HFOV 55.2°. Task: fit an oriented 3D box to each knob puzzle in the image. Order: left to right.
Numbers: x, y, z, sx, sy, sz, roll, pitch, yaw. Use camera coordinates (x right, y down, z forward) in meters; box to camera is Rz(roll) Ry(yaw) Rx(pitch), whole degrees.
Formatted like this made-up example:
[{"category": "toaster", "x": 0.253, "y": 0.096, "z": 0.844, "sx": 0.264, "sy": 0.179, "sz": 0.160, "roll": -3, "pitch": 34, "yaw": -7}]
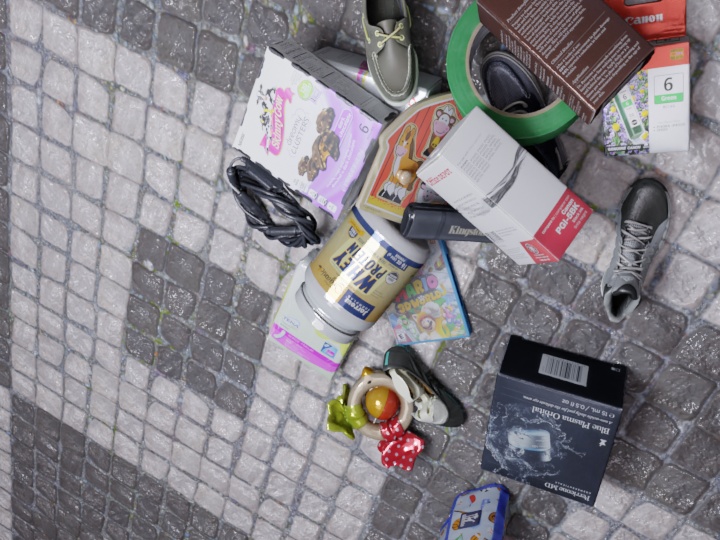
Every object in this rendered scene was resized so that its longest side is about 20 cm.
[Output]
[{"category": "knob puzzle", "x": 0.102, "y": -0.157, "z": 0.989, "sx": 0.030, "sy": 0.215, "sz": 0.226, "roll": 38, "pitch": 132, "yaw": 45}]

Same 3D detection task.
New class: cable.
[{"category": "cable", "x": -0.151, "y": -0.097, "z": 1.174, "sx": 0.198, "sy": 0.051, "sz": 0.164, "roll": 38, "pitch": 151, "yaw": 5}]

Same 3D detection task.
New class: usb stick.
[{"category": "usb stick", "x": 0.149, "y": -0.069, "z": 1.020, "sx": 0.194, "sy": 0.033, "sz": 0.057, "roll": 2, "pitch": 120, "yaw": -25}]

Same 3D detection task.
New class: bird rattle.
[{"category": "bird rattle", "x": 0.036, "y": 0.270, "z": 1.276, "sx": 0.196, "sy": 0.113, "sz": 0.167, "roll": 25, "pitch": 106, "yaw": 8}]

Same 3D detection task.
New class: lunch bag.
[{"category": "lunch bag", "x": 0.206, "y": 0.512, "z": 1.271, "sx": 0.122, "sy": 0.171, "sz": 0.203, "roll": 28, "pitch": 125, "yaw": 3}]

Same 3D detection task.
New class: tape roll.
[{"category": "tape roll", "x": 0.211, "y": -0.269, "z": 0.899, "sx": 0.194, "sy": 0.048, "sz": 0.208, "roll": -1, "pitch": 87, "yaw": 13}]

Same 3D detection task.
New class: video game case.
[{"category": "video game case", "x": 0.097, "y": 0.028, "z": 1.172, "sx": 0.140, "sy": 0.018, "sz": 0.205, "roll": -10, "pitch": 110, "yaw": 29}]

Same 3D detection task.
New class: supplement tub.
[{"category": "supplement tub", "x": 0.000, "y": 0.000, "z": 1.083, "sx": 0.144, "sy": 0.144, "sz": 0.201, "roll": 39, "pitch": 106, "yaw": 1}]

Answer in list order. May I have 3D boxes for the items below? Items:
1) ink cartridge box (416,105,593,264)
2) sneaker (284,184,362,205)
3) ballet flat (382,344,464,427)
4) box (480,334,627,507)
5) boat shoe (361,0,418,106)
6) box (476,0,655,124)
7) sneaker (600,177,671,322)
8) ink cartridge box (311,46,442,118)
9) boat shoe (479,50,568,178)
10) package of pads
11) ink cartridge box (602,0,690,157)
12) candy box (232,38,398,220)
[{"category": "ink cartridge box", "x": 0.182, "y": -0.104, "z": 0.901, "sx": 0.199, "sy": 0.147, "sz": 0.084, "roll": 40, "pitch": 85, "yaw": -5}, {"category": "sneaker", "x": -0.073, "y": -0.154, "z": 1.136, "sx": 0.197, "sy": 0.078, "sz": 0.101, "roll": 34, "pitch": 132, "yaw": 15}, {"category": "ballet flat", "x": 0.106, "y": 0.224, "z": 1.224, "sx": 0.200, "sy": 0.069, "sz": 0.068, "roll": 46, "pitch": 128, "yaw": -9}, {"category": "box", "x": 0.311, "y": 0.242, "z": 1.120, "sx": 0.191, "sy": 0.118, "sz": 0.205, "roll": 14, "pitch": 121, "yaw": 18}, {"category": "boat shoe", "x": 0.036, "y": -0.330, "z": 0.943, "sx": 0.070, "sy": 0.060, "sz": 0.208, "roll": -10, "pitch": 81, "yaw": 7}, {"category": "box", "x": 0.242, "y": -0.286, "z": 0.832, "sx": 0.100, "sy": 0.075, "sz": 0.201, "roll": -44, "pitch": 81, "yaw": 8}, {"category": "sneaker", "x": 0.383, "y": -0.016, "z": 0.957, "sx": 0.073, "sy": 0.116, "sz": 0.206, "roll": 13, "pitch": 120, "yaw": 18}, {"category": "ink cartridge box", "x": 0.013, "y": -0.235, "z": 1.041, "sx": 0.195, "sy": 0.085, "sz": 0.148, "roll": 20, "pitch": 122, "yaw": 16}, {"category": "boat shoe", "x": 0.223, "y": -0.206, "z": 0.952, "sx": 0.074, "sy": 0.093, "sz": 0.202, "roll": -30, "pitch": 100, "yaw": 33}, {"category": "package of pads", "x": -0.072, "y": 0.079, "z": 1.246, "sx": 0.152, "sy": 0.068, "sz": 0.203, "roll": 32, "pitch": 123, "yaw": 5}, {"category": "ink cartridge box", "x": 0.366, "y": -0.255, "z": 0.886, "sx": 0.106, "sy": 0.050, "sz": 0.206, "roll": 0, "pitch": 115, "yaw": 25}, {"category": "candy box", "x": -0.069, "y": -0.204, "z": 1.000, "sx": 0.197, "sy": 0.072, "sz": 0.170, "roll": 34, "pitch": 125, "yaw": 6}]
